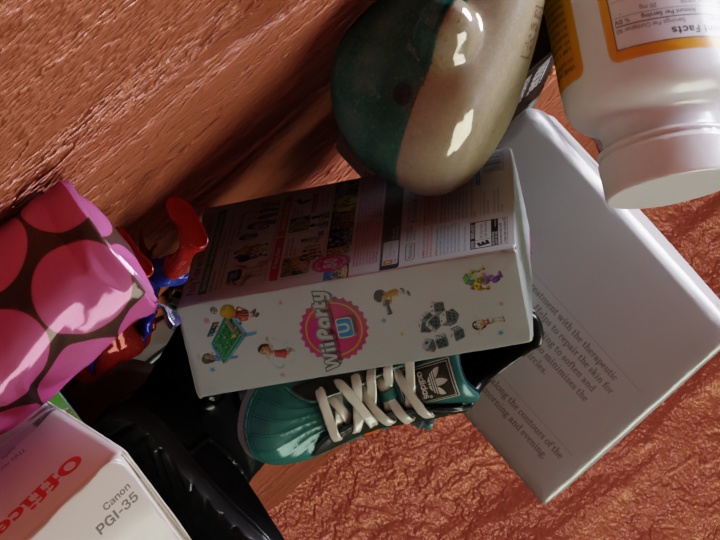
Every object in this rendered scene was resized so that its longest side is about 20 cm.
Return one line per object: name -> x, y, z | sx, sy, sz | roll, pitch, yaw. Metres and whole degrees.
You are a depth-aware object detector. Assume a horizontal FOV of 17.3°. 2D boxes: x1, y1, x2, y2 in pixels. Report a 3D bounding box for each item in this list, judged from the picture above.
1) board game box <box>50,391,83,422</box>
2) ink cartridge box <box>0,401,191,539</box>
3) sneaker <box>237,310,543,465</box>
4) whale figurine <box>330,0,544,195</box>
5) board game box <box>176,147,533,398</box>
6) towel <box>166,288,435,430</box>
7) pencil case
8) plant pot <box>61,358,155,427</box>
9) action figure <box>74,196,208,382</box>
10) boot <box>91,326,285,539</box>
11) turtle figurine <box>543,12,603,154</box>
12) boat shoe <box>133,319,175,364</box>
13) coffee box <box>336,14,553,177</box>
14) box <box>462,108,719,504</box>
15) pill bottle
board game box -> -0.193, 0.164, 1.337 | 0.151, 0.201, 0.037 | -40, -165, -17
ink cartridge box -> -0.195, 0.140, 1.203 | 0.146, 0.083, 0.200 | -43, -149, -16
sneaker -> 0.021, 0.060, 1.419 | 0.199, 0.072, 0.080 | -29, -154, -22
whale figurine -> 0.049, -0.146, 1.359 | 0.159, 0.103, 0.201 | -16, 128, -75
board game box -> 0.000, 0.000, 1.403 | 0.198, 0.065, 0.148 | -10, -156, 8
towel -> -0.037, 0.064, 1.652 | 0.147, 0.199, 0.022 | 89, 21, -79
pencil case -> -0.190, 0.052, 1.157 | 0.200, 0.091, 0.094 | -39, 171, -8
plant pot -> -0.182, 0.168, 1.510 | 0.200, 0.200, 0.198 | -48, 178, 37
action figure -> -0.140, 0.018, 1.374 | 0.065, 0.052, 0.200 | -34, 168, -29
boot -> -0.069, 0.128, 1.464 | 0.076, 0.201, 0.168 | -34, -172, 33
turtle figurine -> 0.141, -0.162, 1.532 | 0.064, 0.162, 0.200 | -14, 152, -31
boat shoe -> -0.185, 0.125, 1.656 | 0.200, 0.068, 0.072 | -43, 173, -2
coffee box -> 0.055, -0.113, 1.535 | 0.114, 0.080, 0.200 | -41, 173, -12
box -> 0.127, 0.020, 1.588 | 0.171, 0.199, 0.200 | -43, 175, 8
pill bottle -> 0.167, -0.144, 1.404 | 0.110, 0.202, 0.111 | -10, 169, -2
